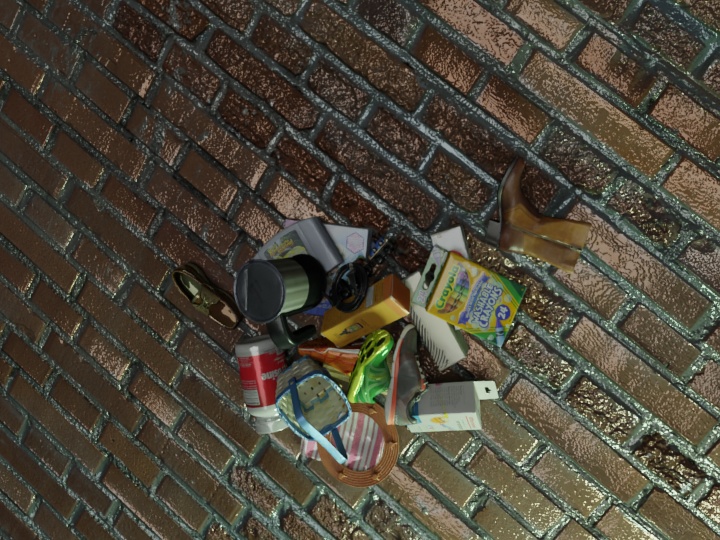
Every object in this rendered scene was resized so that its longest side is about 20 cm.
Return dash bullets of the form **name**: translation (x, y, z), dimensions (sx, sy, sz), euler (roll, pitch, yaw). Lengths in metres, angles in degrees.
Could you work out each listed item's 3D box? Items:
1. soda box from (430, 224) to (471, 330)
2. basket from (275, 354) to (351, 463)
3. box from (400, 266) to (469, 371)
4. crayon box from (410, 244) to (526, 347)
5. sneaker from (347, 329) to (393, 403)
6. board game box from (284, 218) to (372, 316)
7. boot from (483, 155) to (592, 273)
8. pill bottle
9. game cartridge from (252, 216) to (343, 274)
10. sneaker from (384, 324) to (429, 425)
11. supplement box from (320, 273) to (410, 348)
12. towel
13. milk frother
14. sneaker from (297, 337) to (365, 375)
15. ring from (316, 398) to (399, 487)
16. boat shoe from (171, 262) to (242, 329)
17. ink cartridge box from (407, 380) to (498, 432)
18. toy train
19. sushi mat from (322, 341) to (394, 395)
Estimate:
- **soda box**: translation (0.204, 0.013, 1.263), dimensions (0.066, 0.064, 0.207), euler (-15, 92, 15)
- **basket**: translation (-0.098, 0.288, 1.274), dimensions (0.137, 0.202, 0.178), euler (-31, 126, 7)
- **box**: translation (0.151, 0.099, 1.279), dimensions (0.067, 0.082, 0.204), euler (-30, 87, 17)
- **crayon box**: translation (0.212, 0.049, 1.203), dimensions (0.195, 0.052, 0.129), euler (24, 95, 2)
- **sneaker**: translation (0.032, 0.200, 1.260), dimensions (0.081, 0.075, 0.203), euler (15, 128, -10)
- **board game box**: translation (-0.079, -0.002, 1.347), dimensions (0.193, 0.041, 0.207), euler (7, 98, 14)
- **boot**: translation (0.361, -0.111, 1.205), dimensions (0.194, 0.068, 0.194), euler (17, 100, 11)
- **pill bottle**: translation (-0.213, 0.254, 1.376), dimensions (0.109, 0.112, 0.207), euler (-9, 95, 15)
- **game cartridge**: translation (-0.147, -0.022, 1.324), dimensions (0.198, 0.041, 0.135), euler (-35, 83, 17)
- **sneaker**: translation (0.103, 0.214, 1.230), dimensions (0.079, 0.077, 0.207), euler (8, 76, 13)
- **supplement box**: translation (0.009, 0.086, 1.251), dimensions (0.197, 0.070, 0.066), euler (-30, 127, 30)
- **towel**: translation (-0.041, 0.379, 1.389), dimensions (0.194, 0.030, 0.151), euler (13, 99, 13)
- **milk frother**: translation (-0.109, 0.033, 1.193), dimensions (0.198, 0.187, 0.183), euler (-38, 81, 20)
- **sneaker**: translation (-0.048, 0.193, 1.336), dimensions (0.193, 0.073, 0.080), euler (6, 107, 17)
- **ring**: translation (-0.009, 0.386, 1.359), dimensions (0.193, 0.019, 0.208), euler (1, 93, 15)
- **boat shoe**: translation (-0.364, 0.065, 1.413), dimensions (0.199, 0.074, 0.076), euler (40, 105, 7)
- **ink cartridge box**: translation (0.188, 0.285, 1.266), dimensions (0.193, 0.116, 0.070), euler (-7, 59, 15)
- **toy train**: translation (0.000, 0.000, 1.290), dimensions (0.200, 0.034, 0.046), euler (-46, 73, 15)
- **sushi mat**: translation (0.011, 0.216, 1.364), dimensions (0.194, 0.012, 0.099), euler (16, 100, 13)
